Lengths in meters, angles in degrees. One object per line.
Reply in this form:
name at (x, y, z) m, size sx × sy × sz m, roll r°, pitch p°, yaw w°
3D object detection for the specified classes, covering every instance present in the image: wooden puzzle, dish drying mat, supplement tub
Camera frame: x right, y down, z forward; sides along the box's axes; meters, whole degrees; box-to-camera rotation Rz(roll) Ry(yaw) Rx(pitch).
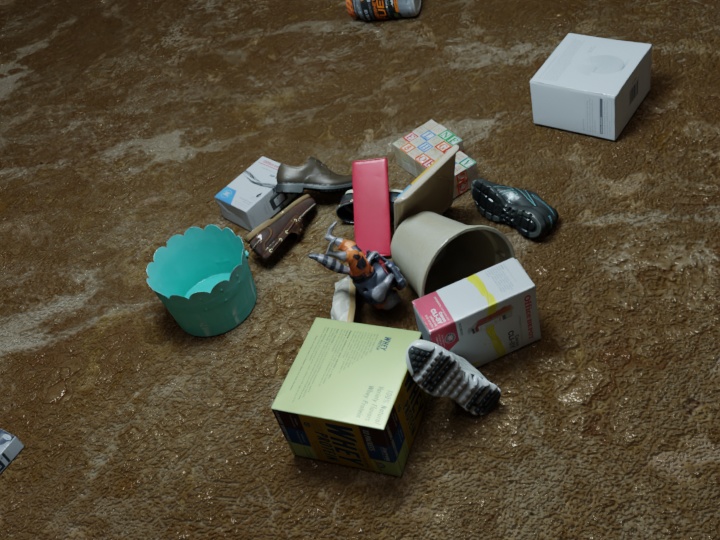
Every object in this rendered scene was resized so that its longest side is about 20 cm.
wooden puzzle at (0.123, -0.137, 1.644) m, size 0.037 × 0.201 × 0.185 m, roll 36°, pitch 63°, yaw 20°
dish drying mat at (0.023, -0.128, 1.707) m, size 0.076 × 0.018 × 0.202 m, roll -4°, pitch 84°, yaw 17°
supplement tub at (0.064, -0.774, 2.349) m, size 0.198 × 0.123 × 0.123 m, roll 0°, pitch 46°, yaw 19°

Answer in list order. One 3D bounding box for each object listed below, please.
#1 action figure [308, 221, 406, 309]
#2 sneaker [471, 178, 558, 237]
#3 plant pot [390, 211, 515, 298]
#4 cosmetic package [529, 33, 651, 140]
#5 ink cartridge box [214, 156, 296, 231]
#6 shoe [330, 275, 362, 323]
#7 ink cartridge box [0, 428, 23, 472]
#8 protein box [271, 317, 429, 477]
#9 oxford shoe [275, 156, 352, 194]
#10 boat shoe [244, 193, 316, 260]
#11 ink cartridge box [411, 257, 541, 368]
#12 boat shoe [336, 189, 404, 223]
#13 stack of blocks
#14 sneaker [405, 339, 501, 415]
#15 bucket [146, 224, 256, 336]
action figure at (0.000, 0.000, 1.571) m, size 0.105 × 0.194 × 0.200 m, roll -45°, pitch 15°, yaw -2°
sneaker at (0.309, -0.131, 1.680) m, size 0.079 × 0.076 × 0.200 m, roll -29°, pitch 49°, yaw -31°
plant pot at (0.153, -0.017, 1.538) m, size 0.199 × 0.202 × 0.183 m, roll -31°, pitch 33°, yaw -13°
cosmetic package at (0.510, -0.409, 1.840) m, size 0.199 × 0.124 × 0.200 m, roll 21°, pitch 56°, yaw 32°
ink cartridge box at (-0.219, -0.188, 1.897) m, size 0.115 × 0.067 × 0.200 m, roll 25°, pitch 58°, yaw 37°
shoe at (-0.028, 0.082, 1.568) m, size 0.053 × 0.070 × 0.201 m, roll -6°, pitch 37°, yaw 9°
ink cartridge box at (-0.723, 0.376, 1.523) m, size 0.099 × 0.039 × 0.201 m, roll 14°, pitch 53°, yaw 29°
protein box at (-0.007, 0.206, 1.386) m, size 0.198 × 0.136 × 0.199 m, roll 6°, pitch 48°, yaw 24°
oxford shoe at (-0.087, -0.211, 1.836) m, size 0.198 × 0.085 × 0.073 m, roll 0°, pitch 0°, yaw -13°
boat shoe at (-0.160, -0.091, 1.787) m, size 0.070 × 0.070 × 0.200 m, roll 46°, pitch 56°, yaw 4°
ink cartridge box at (0.202, 0.086, 1.430) m, size 0.198 × 0.146 × 0.084 m, roll -24°, pitch 44°, yaw -6°
boat shoe at (0.042, -0.127, 1.749) m, size 0.200 × 0.074 × 0.063 m, roll 5°, pitch 46°, yaw 30°
stack of blocks at (0.175, -0.244, 1.831) m, size 0.115 × 0.059 × 0.200 m, roll -32°, pitch 45°, yaw -15°
sneaker at (0.141, 0.165, 1.357) m, size 0.075 × 0.199 × 0.081 m, roll -47°, pitch 33°, yaw 12°
bucket at (-0.310, 0.022, 1.669) m, size 0.205 × 0.136 × 0.208 m, roll -9°, pitch 45°, yaw 8°
